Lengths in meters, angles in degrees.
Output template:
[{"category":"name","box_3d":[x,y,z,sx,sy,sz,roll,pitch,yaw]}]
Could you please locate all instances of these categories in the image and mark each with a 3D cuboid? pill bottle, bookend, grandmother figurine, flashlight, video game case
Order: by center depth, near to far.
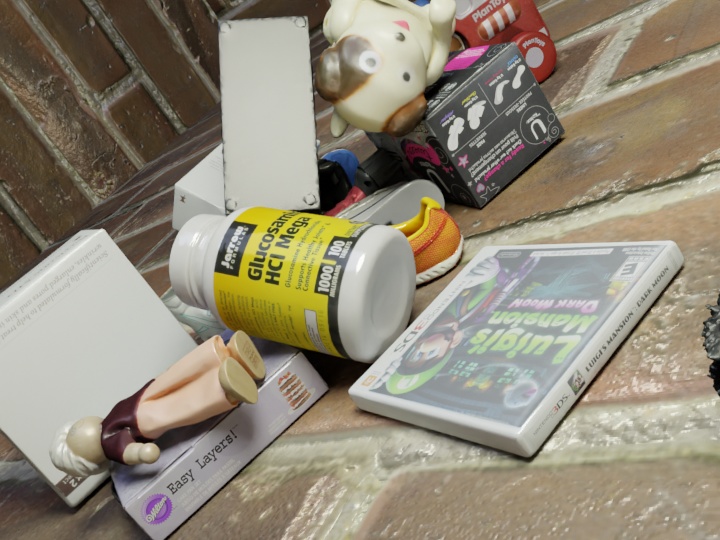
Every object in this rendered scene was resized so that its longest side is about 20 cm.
[{"category":"video game case","box_3d":[0.102,0.043,0.604,0.182,0.023,0.199,-45,22,-23]},{"category":"grandmother figurine","box_3d":[-0.175,0.116,0.699,0.199,0.061,0.121,-27,13,16]},{"category":"pill bottle","box_3d":[-0.062,0.006,0.722,0.198,0.113,0.113,10,42,27]},{"category":"bookend","box_3d":[-0.090,-0.127,0.891,0.091,0.201,0.200,-4,-13,-2]},{"category":"flashlight","box_3d":[-0.035,-0.057,0.938,0.200,0.068,0.068,-43,-11,-11]}]

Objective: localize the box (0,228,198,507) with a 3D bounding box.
[{"category":"box","box_3d":[-0.293,0.093,0.873,0.199,0.201,0.130,-43,20,-21]}]

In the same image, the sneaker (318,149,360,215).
[{"category":"sneaker","box_3d":[-0.035,-0.105,1.049,0.111,0.077,0.200,-34,10,48]}]

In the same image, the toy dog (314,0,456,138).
[{"category":"toy dog","box_3d":[0.010,-0.210,0.838,0.194,0.139,0.201,-48,18,19]}]

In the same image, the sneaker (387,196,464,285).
[{"category":"sneaker","box_3d":[0.000,0.000,0.793,0.199,0.077,0.073,-35,21,7]}]

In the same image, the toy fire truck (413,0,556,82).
[{"category":"toy fire truck","box_3d":[0.145,-0.297,1.092,0.199,0.169,0.112,-35,19,0]}]

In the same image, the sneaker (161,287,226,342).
[{"category":"sneaker","box_3d":[-0.134,0.025,0.891,0.199,0.080,0.071,-21,24,49]}]

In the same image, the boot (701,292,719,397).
[{"category":"boot","box_3d":[0.262,0.001,0.378,0.198,0.074,0.162,-46,19,-26]}]

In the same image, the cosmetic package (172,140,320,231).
[{"category":"cosmetic package","box_3d":[-0.141,-0.111,1.068,0.200,0.101,0.072,-53,-14,-46]}]

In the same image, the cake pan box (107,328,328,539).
[{"category":"cake pan box","box_3d":[-0.144,0.135,0.761,0.200,0.053,0.184,-41,18,-17]}]

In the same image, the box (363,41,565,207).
[{"category":"box","box_3d":[0.103,-0.158,0.925,0.132,0.115,0.200,-41,20,-9]}]

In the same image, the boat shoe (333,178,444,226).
[{"category":"boat shoe","box_3d":[-0.005,-0.035,0.886,0.199,0.072,0.066,-37,15,1]}]
